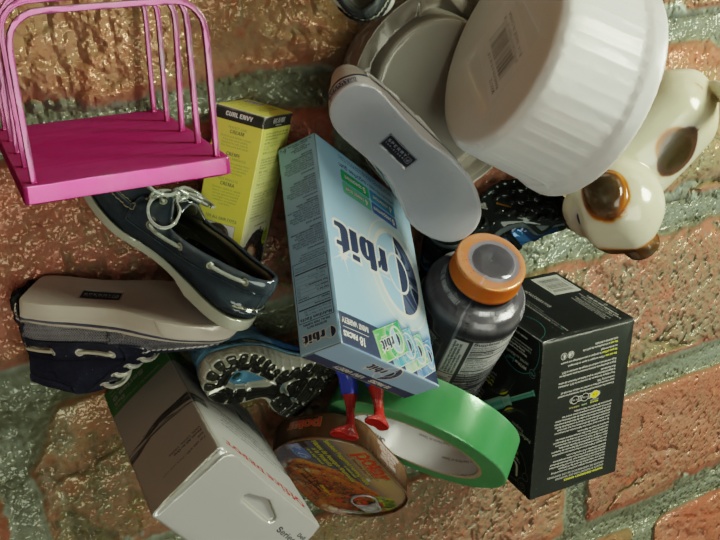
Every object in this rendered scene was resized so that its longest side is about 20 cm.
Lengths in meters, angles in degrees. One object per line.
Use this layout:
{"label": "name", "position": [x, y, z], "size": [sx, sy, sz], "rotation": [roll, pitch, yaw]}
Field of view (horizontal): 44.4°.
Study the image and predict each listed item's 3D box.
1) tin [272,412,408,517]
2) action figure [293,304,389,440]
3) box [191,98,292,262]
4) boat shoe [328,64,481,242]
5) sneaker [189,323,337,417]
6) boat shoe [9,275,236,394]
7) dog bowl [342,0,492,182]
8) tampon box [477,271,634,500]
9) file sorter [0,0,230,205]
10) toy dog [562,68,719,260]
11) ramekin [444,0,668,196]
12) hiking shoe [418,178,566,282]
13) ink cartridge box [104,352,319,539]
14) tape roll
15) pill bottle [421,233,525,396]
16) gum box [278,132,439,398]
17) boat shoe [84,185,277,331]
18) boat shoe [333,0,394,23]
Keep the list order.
{"label": "tin", "position": [-0.019, 0.213, 0.954], "size": [0.111, 0.042, 0.200], "rotation": [-10, 140, 22]}
{"label": "action figure", "position": [-0.023, 0.051, 0.848], "size": [0.065, 0.201, 0.099], "rotation": [-23, 144, 28]}
{"label": "box", "position": [-0.114, -0.051, 0.805], "size": [0.050, 0.075, 0.201], "rotation": [16, 107, 10]}
{"label": "boat shoe", "position": [0.044, -0.109, 0.803], "size": [0.073, 0.066, 0.200], "rotation": [-30, 124, 16]}
{"label": "sneaker", "position": [-0.095, 0.084, 0.876], "size": [0.078, 0.090, 0.200], "rotation": [-47, 147, 10]}
{"label": "boat shoe", "position": [-0.205, 0.063, 0.781], "size": [0.199, 0.075, 0.093], "rotation": [7, 118, 6]}
{"label": "dog bowl", "position": [0.068, -0.176, 0.863], "size": [0.199, 0.059, 0.201], "rotation": [-11, 117, -24]}
{"label": "tampon box", "position": [0.210, 0.128, 1.017], "size": [0.126, 0.150, 0.201], "rotation": [-11, 116, -23]}
{"label": "file sorter", "position": [-0.197, -0.143, 0.651], "size": [0.138, 0.200, 0.126], "rotation": [-12, 114, -24]}
{"label": "toy dog", "position": [0.286, -0.106, 0.917], "size": [0.140, 0.193, 0.201], "rotation": [49, 62, -43]}
{"label": "ramekin", "position": [0.158, -0.174, 0.764], "size": [0.097, 0.200, 0.201], "rotation": [17, 103, -24]}
{"label": "hiking shoe", "position": [0.145, -0.044, 0.969], "size": [0.199, 0.075, 0.087], "rotation": [-12, 143, -27]}
{"label": "ink cartridge box", "position": [-0.142, 0.174, 0.815], "size": [0.084, 0.200, 0.146], "rotation": [-44, 124, -4]}
{"label": "tape roll", "position": [0.065, 0.164, 0.924], "size": [0.200, 0.200, 0.048], "rotation": [43, 61, -35]}
{"label": "pill bottle", "position": [0.104, 0.051, 0.906], "size": [0.106, 0.107, 0.200], "rotation": [-12, 145, -24]}
{"label": "gum box", "position": [0.000, 0.000, 0.804], "size": [0.044, 0.201, 0.170], "rotation": [-21, 151, 26]}
{"label": "boat shoe", "position": [-0.154, -0.035, 0.741], "size": [0.062, 0.200, 0.075], "rotation": [-52, 168, 25]}
{"label": "boat shoe", "position": [-0.019, -0.305, 0.724], "size": [0.075, 0.060, 0.201], "rotation": [-22, 101, 15]}
